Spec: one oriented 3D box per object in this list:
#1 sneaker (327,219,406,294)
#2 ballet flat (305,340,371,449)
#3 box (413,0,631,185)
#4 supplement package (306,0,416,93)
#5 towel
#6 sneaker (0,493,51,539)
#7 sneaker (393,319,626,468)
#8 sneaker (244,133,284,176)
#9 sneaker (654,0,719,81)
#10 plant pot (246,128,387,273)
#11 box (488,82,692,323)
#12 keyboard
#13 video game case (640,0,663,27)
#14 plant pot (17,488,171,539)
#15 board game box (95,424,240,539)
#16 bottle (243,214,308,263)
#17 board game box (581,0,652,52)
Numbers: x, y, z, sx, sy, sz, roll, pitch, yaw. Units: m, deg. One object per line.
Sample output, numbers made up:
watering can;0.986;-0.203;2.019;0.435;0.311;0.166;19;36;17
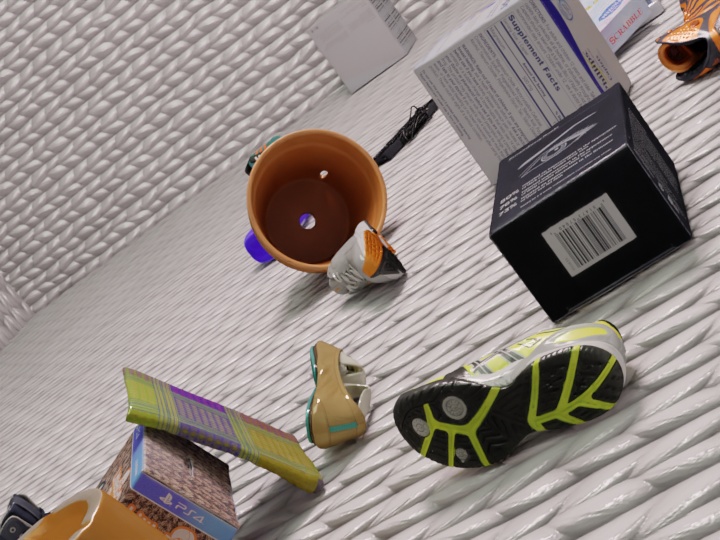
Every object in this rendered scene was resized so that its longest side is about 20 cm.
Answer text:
sneaker;0.000;0.000;1.555;0.092;0.076;0.200;-45;5;5
ballet flat;-0.020;0.123;1.242;0.062;0.069;0.200;-9;20;2
box;0.202;-0.241;1.536;0.199;0.185;0.105;-28;15;37
supplement package;0.006;-0.610;3.193;0.190;0.201;0.147;-31;15;27
towel;-0.131;0.151;1.158;0.023;0.198;0.144;-64;17;4
sneaker;-0.282;0.268;1.254;0.202;0.147;0.077;-37;12;1
sneaker;0.116;0.094;0.947;0.198;0.076;0.076;-18;15;30
sneaker;-0.221;-0.271;2.993;0.080;0.071;0.200;-50;12;-24
sneaker;0.381;-0.281;1.417;0.112;0.078;0.200;-36;14;6
plant pot;-0.070;-0.087;1.775;0.200;0.200;0.140;-42;-2;-15
box;0.208;-0.067;1.129;0.147;0.105;0.200;-33;14;22
keyboard;0.080;-0.263;2.230;0.104;0.040;0.200;-23;22;51
video game case;0.353;-0.351;1.838;0.199;0.023;0.183;-34;15;18
plant pot;-0.177;0.267;0.893;0.199;0.184;0.200;-36;14;10
board game box;-0.203;0.253;1.079;0.201;0.096;0.159;-56;13;2
bottle;-0.136;-0.091;2.186;0.083;0.065;0.200;-31;16;34
board game box;0.285;-0.314;1.759;0.200;0.041;0.199;-46;24;-9
